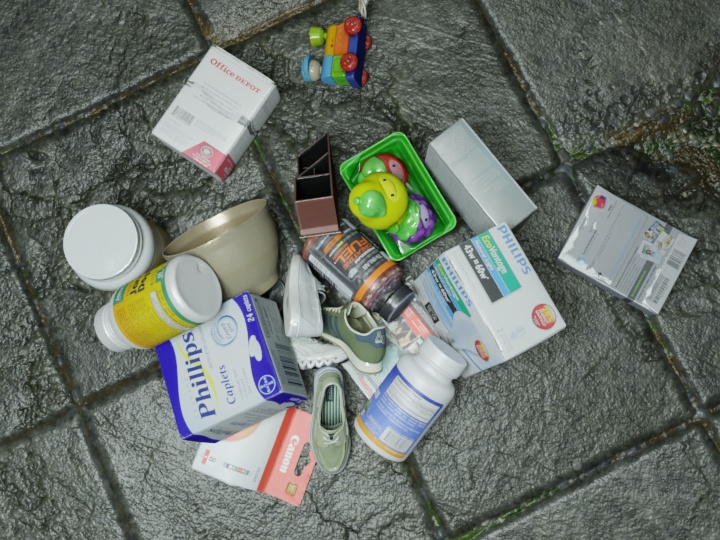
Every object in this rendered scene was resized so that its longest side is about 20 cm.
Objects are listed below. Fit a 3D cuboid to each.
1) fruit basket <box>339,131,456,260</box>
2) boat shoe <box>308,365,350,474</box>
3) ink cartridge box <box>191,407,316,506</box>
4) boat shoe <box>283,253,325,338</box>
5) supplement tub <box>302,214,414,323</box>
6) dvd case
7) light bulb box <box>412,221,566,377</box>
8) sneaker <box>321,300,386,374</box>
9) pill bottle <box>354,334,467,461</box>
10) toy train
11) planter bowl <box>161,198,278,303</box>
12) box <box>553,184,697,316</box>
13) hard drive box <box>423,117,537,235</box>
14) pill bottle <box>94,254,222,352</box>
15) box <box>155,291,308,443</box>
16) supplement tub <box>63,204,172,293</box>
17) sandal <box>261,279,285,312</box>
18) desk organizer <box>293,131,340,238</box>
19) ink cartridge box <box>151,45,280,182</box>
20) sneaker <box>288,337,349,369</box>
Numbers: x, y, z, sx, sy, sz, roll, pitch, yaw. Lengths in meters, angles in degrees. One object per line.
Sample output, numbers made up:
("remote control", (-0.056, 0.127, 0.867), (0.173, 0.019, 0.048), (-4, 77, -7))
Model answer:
("fruit basket", (0.055, -0.127, 1.318), (0.155, 0.216, 0.216), (-30, 82, -2))
("boat shoe", (-0.054, 0.263, 1.299), (0.071, 0.062, 0.201), (-4, 108, -2))
("ink cartridge box", (-0.174, 0.304, 1.339), (0.199, 0.050, 0.163), (20, 83, 8))
("boat shoe", (-0.094, 0.042, 1.322), (0.068, 0.200, 0.072), (10, 119, -13))
("supplement tub", (0.000, 0.000, 1.338), (0.200, 0.107, 0.107), (41, 85, 14))
("dvd case", (0.060, 0.128, 1.370), (0.200, 0.022, 0.146), (-39, 82, -5))
("light bulb box", (0.205, 0.055, 1.274), (0.124, 0.200, 0.199), (-26, 81, -17))
("sneaker", (-0.019, 0.086, 1.304), (0.200, 0.067, 0.090), (39, 127, 43))
("pill bottle", (0.088, 0.211, 1.286), (0.112, 0.112, 0.200), (37, 101, 7))
("toy train", (-0.043, -0.445, 1.435), (0.115, 0.085, 0.201), (3, 81, 16))
("planter bowl", (-0.223, -0.019, 1.332), (0.199, 0.200, 0.135), (-26, 109, -2))
("box", (0.472, -0.035, 1.368), (0.199, 0.041, 0.156), (30, 83, 5))
("hard drive box", (0.203, -0.144, 1.337), (0.077, 0.156, 0.200), (-37, 83, -5))
("pill bottle", (-0.330, 0.060, 1.230), (0.199, 0.113, 0.113), (-24, 80, 28))
("box", (-0.217, 0.164, 1.277), (0.199, 0.105, 0.185), (-27, 69, 14))
("supplement tub", (-0.412, -0.032, 1.321), (0.144, 0.200, 0.146), (0, 81, 2))
("sandal", (-0.217, 0.086, 1.373), (0.200, 0.048, 0.076), (-35, 82, -2))
("desk organizer", (-0.079, -0.153, 1.335), (0.071, 0.077, 0.201), (-7, 43, 1))
("ink cartridge box", (-0.262, -0.288, 1.413), (0.145, 0.085, 0.201), (33, 86, 6))
("sneaker", (-0.110, 0.135, 1.340), (0.199, 0.075, 0.082), (-3, 82, 8))
